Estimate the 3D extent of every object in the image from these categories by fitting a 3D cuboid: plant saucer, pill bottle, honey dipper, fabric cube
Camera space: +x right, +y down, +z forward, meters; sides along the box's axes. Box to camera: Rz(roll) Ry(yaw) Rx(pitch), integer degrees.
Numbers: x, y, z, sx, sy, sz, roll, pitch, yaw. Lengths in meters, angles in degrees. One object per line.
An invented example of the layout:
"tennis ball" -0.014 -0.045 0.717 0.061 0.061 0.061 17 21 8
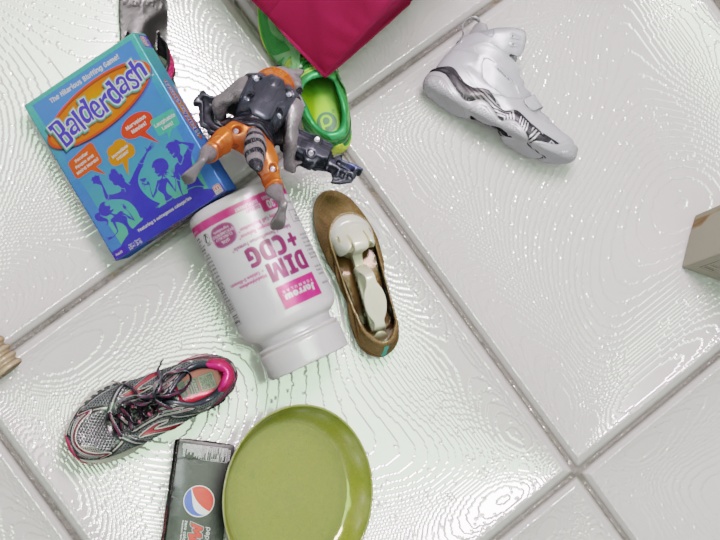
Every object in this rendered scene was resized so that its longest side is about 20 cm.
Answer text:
"plant saucer" -0.073 0.246 1.572 0.199 0.031 0.201 2 87 -38
"pill bottle" -0.097 0.011 1.586 0.113 0.113 0.201 -25 89 -13
"honey dipper" -0.442 0.032 1.559 0.038 0.038 0.200 -39 90 -13
"fabric cube" -0.009 -0.375 1.573 0.200 0.199 0.196 45 51 -4

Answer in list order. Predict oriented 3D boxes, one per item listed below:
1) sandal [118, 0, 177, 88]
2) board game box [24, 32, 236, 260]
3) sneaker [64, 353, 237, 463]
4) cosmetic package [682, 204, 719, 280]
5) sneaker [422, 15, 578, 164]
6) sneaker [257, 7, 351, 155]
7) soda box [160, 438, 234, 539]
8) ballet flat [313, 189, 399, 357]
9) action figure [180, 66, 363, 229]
"sandal" -0.242 -0.233 1.622 0.075 0.045 0.201 -5 84 -11
"board game box" -0.252 -0.135 1.581 0.152 0.045 0.200 -32 89 13
"sneaker" -0.228 0.142 1.566 0.200 0.075 0.081 -28 89 -12
"cosmetic package" 0.460 -0.034 1.654 0.105 0.200 0.071 19 79 -9
"sneaker" 0.182 -0.212 1.685 0.199 0.075 0.115 29 82 -3
"sneaker" -0.054 -0.230 1.638 0.074 0.084 0.201 -23 88 -12
"soda box" -0.182 0.284 1.559 0.063 0.071 0.201 9 81 -10
"ballet flat" 0.000 0.000 1.627 0.068 0.072 0.201 -14 86 -12
"action figure" -0.085 -0.140 1.533 0.199 0.105 0.194 19 52 -9
